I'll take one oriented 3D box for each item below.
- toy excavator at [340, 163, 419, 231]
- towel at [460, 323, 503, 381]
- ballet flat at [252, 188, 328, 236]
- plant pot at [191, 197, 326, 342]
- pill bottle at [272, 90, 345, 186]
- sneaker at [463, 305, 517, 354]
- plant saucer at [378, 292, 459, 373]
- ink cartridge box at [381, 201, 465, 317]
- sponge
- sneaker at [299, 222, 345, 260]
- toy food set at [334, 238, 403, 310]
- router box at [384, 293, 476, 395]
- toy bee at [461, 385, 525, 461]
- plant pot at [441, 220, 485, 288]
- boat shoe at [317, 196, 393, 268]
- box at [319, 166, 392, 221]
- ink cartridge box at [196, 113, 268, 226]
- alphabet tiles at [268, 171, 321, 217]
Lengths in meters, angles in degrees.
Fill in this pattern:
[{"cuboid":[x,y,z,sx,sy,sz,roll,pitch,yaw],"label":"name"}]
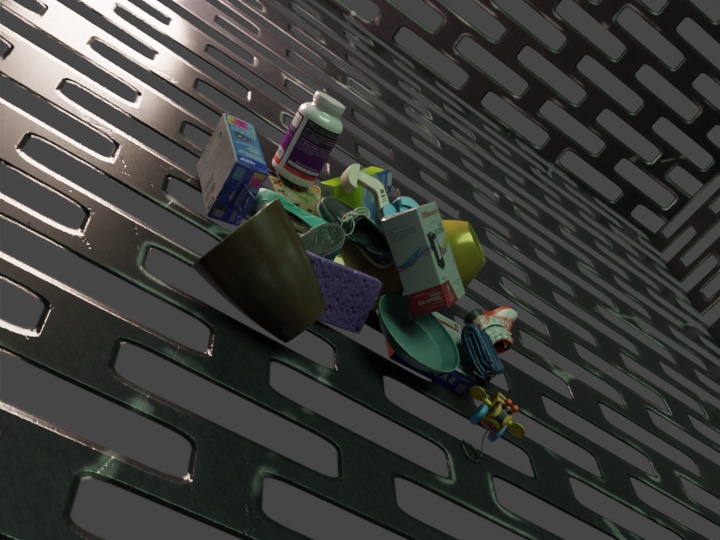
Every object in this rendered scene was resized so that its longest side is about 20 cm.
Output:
[{"cuboid":[0.060,-0.129,1.784,0.192,0.100,0.203,-5,73,-31],"label":"toy excavator"},{"cuboid":[0.254,0.174,1.751,0.113,0.048,0.200,68,12,15],"label":"towel"},{"cuboid":[-0.152,-0.104,1.663,0.198,0.068,0.071,26,38,10],"label":"ballet flat"},{"cuboid":[-0.152,0.014,1.405,0.201,0.186,0.187,52,24,-6],"label":"plant pot"},{"cuboid":[-0.113,-0.301,1.890,0.111,0.202,0.113,28,17,-9],"label":"pill bottle"},{"cuboid":[0.336,0.147,1.985,0.200,0.067,0.109,1,47,-49],"label":"sneaker"},{"cuboid":[0.105,0.129,1.606,0.198,0.036,0.201,32,27,-18],"label":"plant saucer"},{"cuboid":[0.126,-0.025,1.641,0.145,0.082,0.203,-25,98,-67],"label":"ink cartridge box"},{"cuboid":[-0.059,0.040,1.543,0.198,0.113,0.030,22,6,-36],"label":"sponge"},{"cuboid":[-0.127,-0.019,1.579,0.197,0.121,0.085,-18,67,-16],"label":"sneaker"},{"cuboid":[0.000,0.000,1.686,0.196,0.049,0.201,-3,60,-21],"label":"toy food set"},{"cuboid":[0.137,0.145,1.724,0.198,0.049,0.181,29,28,-24],"label":"router box"},{"cuboid":[0.273,0.288,1.620,0.130,0.109,0.201,34,26,-17],"label":"toy bee"},{"cuboid":[0.207,-0.038,1.922,0.201,0.140,0.201,57,17,-28],"label":"plant pot"},{"cuboid":[-0.007,-0.086,1.669,0.075,0.062,0.200,-37,74,-24],"label":"boat shoe"},{"cuboid":[-0.009,-0.157,1.854,0.047,0.124,0.199,21,29,35],"label":"box"},{"cuboid":[-0.249,-0.186,1.605,0.075,0.137,0.202,17,34,-30],"label":"ink cartridge box"},{"cuboid":[-0.118,-0.156,1.896,0.198,0.006,0.168,18,34,-41],"label":"alphabet tiles"}]
